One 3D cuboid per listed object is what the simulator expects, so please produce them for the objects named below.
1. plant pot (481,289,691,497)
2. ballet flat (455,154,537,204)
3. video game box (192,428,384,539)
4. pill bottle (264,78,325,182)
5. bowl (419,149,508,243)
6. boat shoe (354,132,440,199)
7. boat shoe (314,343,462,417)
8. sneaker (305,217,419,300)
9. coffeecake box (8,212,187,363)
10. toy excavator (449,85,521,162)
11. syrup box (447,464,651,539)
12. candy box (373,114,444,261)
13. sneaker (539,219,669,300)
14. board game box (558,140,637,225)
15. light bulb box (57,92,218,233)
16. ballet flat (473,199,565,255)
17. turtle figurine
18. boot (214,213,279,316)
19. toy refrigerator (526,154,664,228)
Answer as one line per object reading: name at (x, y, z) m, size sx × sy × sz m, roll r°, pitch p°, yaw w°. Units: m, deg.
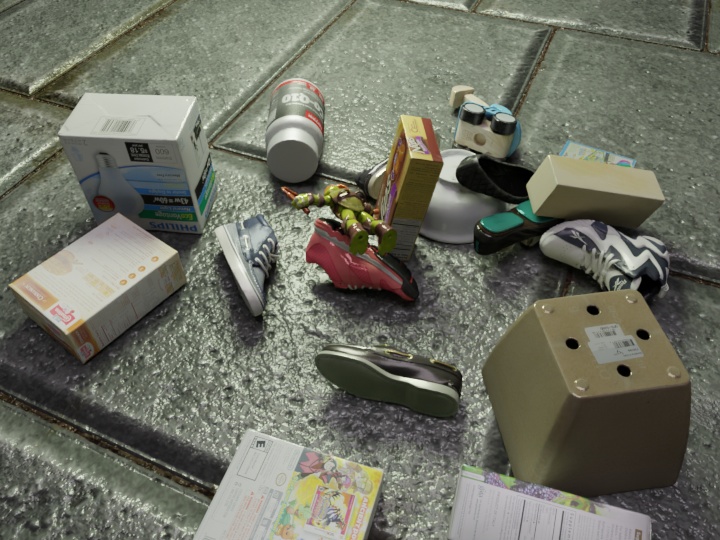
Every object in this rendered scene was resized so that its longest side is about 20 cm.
plant pot at (0.276, 0.136, 0.733) m, size 0.196 × 0.179 × 0.202 m, roll -6°, pitch 46°, yaw -4°
ballet flat at (0.245, -0.148, 1.000) m, size 0.197 × 0.057 × 0.068 m, roll 4°, pitch 83°, yaw -29°
video game box at (-0.085, 0.297, 0.681) m, size 0.180 × 0.047 × 0.201 m, roll 12°, pitch 48°, yaw 15°
pill bottle at (-0.125, -0.271, 1.169) m, size 0.112 × 0.115 × 0.202 m, roll -2°, pitch 46°, yaw 0°
bowl at (0.167, -0.149, 1.065) m, size 0.198 × 0.091 × 0.203 m, roll -1°, pitch 46°, yaw 1°
boat shoe at (0.070, -0.207, 1.134) m, size 0.199 × 0.073 × 0.062 m, roll -39°, pitch 47°, yaw -26°
boat shoe at (0.039, 0.136, 0.816) m, size 0.198 × 0.072 × 0.061 m, roll 17°, pitch 44°, yaw 7°
sneaker at (0.000, 0.000, 0.954) m, size 0.199 × 0.087 × 0.074 m, roll 34°, pitch 15°, yaw 8°
coffeecake box at (-0.397, 0.020, 0.930) m, size 0.152 × 0.074 × 0.200 m, roll 29°, pitch 54°, yaw 25°
toy excavator at (0.242, -0.302, 1.218) m, size 0.193 × 0.101 × 0.200 m, roll 25°, pitch 39°, yaw 20°
syrup box at (0.197, 0.279, 0.653) m, size 0.197 × 0.079 × 0.082 m, roll 11°, pitch 69°, yaw 13°
candy box at (0.071, -0.128, 0.968) m, size 0.056 × 0.201 × 0.118 m, roll 6°, pitch 45°, yaw -13°
sneaker at (0.376, -0.003, 0.927) m, size 0.196 × 0.080 × 0.130 m, roll 16°, pitch 39°, yaw 3°
board game box at (0.408, -0.153, 1.101) m, size 0.133 × 0.035 × 0.200 m, roll 23°, pitch 51°, yaw 22°
light bulb box at (-0.365, -0.179, 1.030) m, size 0.195 × 0.202 × 0.126 m, roll 3°, pitch 48°, yaw 4°
ballet flat at (0.260, -0.071, 0.998) m, size 0.198 × 0.069 × 0.068 m, roll -15°, pitch 47°, yaw -26°
turtle figurine at (-0.010, -0.087, 0.913) m, size 0.198 × 0.065 × 0.161 m, roll 11°, pitch 27°, yaw -43°
boot at (-0.164, -0.019, 0.960) m, size 0.089 × 0.073 × 0.201 m, roll -23°, pitch 49°, yaw -12°
toy refrigerator at (0.378, -0.128, 0.981) m, size 0.197 × 0.076 × 0.071 m, roll 6°, pitch 56°, yaw -14°
